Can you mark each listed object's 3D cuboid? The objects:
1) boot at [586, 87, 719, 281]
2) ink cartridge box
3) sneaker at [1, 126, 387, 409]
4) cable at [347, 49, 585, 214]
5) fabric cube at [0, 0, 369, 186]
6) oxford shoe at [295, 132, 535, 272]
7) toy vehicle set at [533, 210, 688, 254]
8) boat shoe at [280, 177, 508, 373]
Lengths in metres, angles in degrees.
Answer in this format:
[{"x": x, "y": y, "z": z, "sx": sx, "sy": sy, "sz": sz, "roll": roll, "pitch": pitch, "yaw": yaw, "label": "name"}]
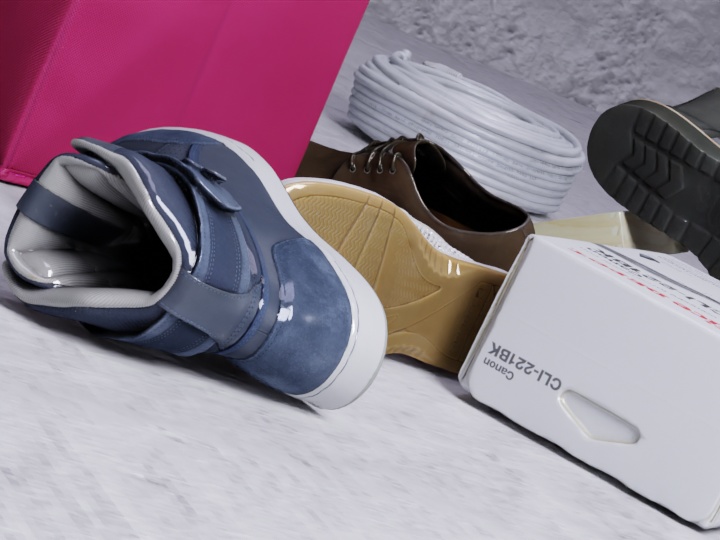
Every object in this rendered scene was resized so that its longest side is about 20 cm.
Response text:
[{"x": 0.236, "y": -0.034, "z": 1.381, "sx": 0.200, "sy": 0.078, "sz": 0.138, "roll": 47, "pitch": 32, "yaw": 15, "label": "boot"}, {"x": 0.157, "y": 0.053, "z": 1.208, "sx": 0.144, "sy": 0.084, "sz": 0.200, "roll": 29, "pitch": 11, "yaw": 24, "label": "ink cartridge box"}, {"x": -0.094, "y": -0.023, "z": 1.016, "sx": 0.146, "sy": 0.077, "sz": 0.202, "roll": 20, "pitch": 11, "yaw": -40, "label": "sneaker"}, {"x": 0.082, "y": -0.111, "z": 1.996, "sx": 0.199, "sy": 0.070, "sz": 0.200, "roll": 28, "pitch": 11, "yaw": 17, "label": "cable"}, {"x": -0.129, "y": -0.154, "z": 1.285, "sx": 0.196, "sy": 0.201, "sz": 0.199, "roll": 31, "pitch": 11, "yaw": 40, "label": "fabric cube"}, {"x": 0.011, "y": -0.047, "z": 1.350, "sx": 0.199, "sy": 0.085, "sz": 0.073, "roll": 24, "pitch": 37, "yaw": 17, "label": "oxford shoe"}, {"x": 0.115, "y": -0.014, "z": 1.466, "sx": 0.123, "sy": 0.027, "sz": 0.200, "roll": -8, "pitch": -1, "yaw": 18, "label": "toy vehicle set"}, {"x": 0.000, "y": 0.000, "z": 1.169, "sx": 0.069, "sy": 0.071, "sz": 0.200, "roll": 30, "pitch": 2, "yaw": 41, "label": "boat shoe"}]
